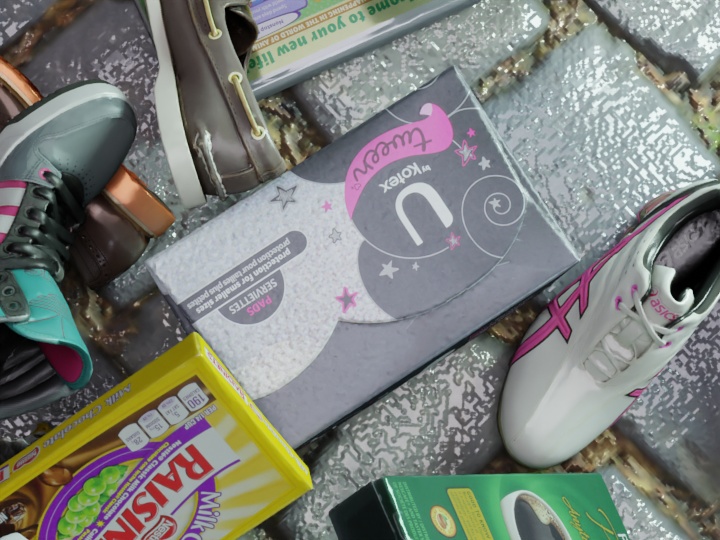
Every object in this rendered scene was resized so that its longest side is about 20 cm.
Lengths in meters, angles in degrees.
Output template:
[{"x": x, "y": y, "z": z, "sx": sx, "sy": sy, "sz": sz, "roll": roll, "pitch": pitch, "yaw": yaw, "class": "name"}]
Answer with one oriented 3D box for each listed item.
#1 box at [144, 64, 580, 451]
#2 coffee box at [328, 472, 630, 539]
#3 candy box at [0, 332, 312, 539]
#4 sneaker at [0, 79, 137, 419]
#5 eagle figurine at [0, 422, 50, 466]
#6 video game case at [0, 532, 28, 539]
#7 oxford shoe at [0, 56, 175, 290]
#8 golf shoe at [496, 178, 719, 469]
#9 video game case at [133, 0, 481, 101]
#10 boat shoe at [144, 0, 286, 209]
[{"x": 0.000, "y": 0.000, "z": 0.773, "sx": 0.200, "sy": 0.115, "sz": 0.132, "roll": -32, "pitch": 85, "yaw": -5, "class": "box"}, {"x": 0.081, "y": 0.166, "z": 0.709, "sx": 0.044, "sy": 0.200, "sz": 0.123, "roll": -39, "pitch": 62, "yaw": 31, "class": "coffee box"}, {"x": -0.132, "y": 0.125, "z": 0.686, "sx": 0.200, "sy": 0.026, "sz": 0.102, "roll": -34, "pitch": 121, "yaw": 4, "class": "candy box"}, {"x": -0.165, "y": 0.000, "z": 0.706, "sx": 0.121, "sy": 0.084, "sz": 0.200, "roll": 37, "pitch": 81, "yaw": 34, "class": "sneaker"}, {"x": -0.179, "y": 0.130, "z": 0.751, "sx": 0.199, "sy": 0.152, "sz": 0.151, "roll": 14, "pitch": 63, "yaw": 6, "class": "eagle figurine"}, {"x": -0.110, "y": 0.245, "z": 0.645, "sx": 0.182, "sy": 0.024, "sz": 0.201, "roll": 25, "pitch": 124, "yaw": 37, "class": "video game case"}, {"x": -0.203, "y": -0.072, "z": 0.802, "sx": 0.200, "sy": 0.071, "sz": 0.073, "roll": 42, "pitch": 88, "yaw": 3, "class": "oxford shoe"}, {"x": 0.147, "y": 0.027, "z": 0.786, "sx": 0.073, "sy": 0.092, "sz": 0.200, "roll": 38, "pitch": 85, "yaw": 2, "class": "golf shoe"}, {"x": -0.049, "y": -0.208, "z": 0.845, "sx": 0.199, "sy": 0.022, "sz": 0.183, "roll": -25, "pitch": 84, "yaw": -5, "class": "video game case"}, {"x": -0.084, "y": -0.124, "z": 0.764, "sx": 0.059, "sy": 0.072, "sz": 0.201, "roll": -13, "pitch": 56, "yaw": 1, "class": "boat shoe"}]
